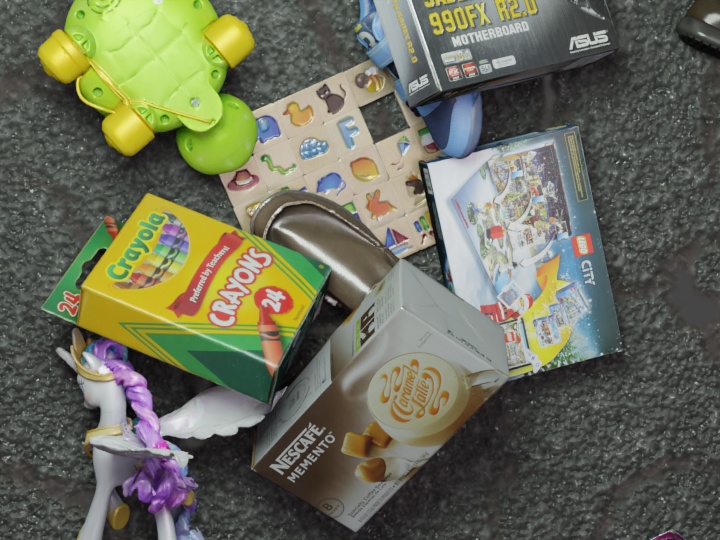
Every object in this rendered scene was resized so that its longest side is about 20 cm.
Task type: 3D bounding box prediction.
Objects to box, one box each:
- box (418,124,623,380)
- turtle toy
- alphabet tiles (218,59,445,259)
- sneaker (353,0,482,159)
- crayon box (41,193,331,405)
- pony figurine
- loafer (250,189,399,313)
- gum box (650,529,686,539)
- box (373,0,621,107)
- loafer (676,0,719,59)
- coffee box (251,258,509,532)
[{"bbox_3d":[0.138,-0.012,1.508,0.136,0.038,0.201,-14,99,-10],"label":"box"},{"bbox_3d":[-0.158,-0.160,1.418,0.146,0.101,0.200,-41,100,-4],"label":"turtle toy"},{"bbox_3d":[-0.012,-0.079,1.498,0.199,0.008,0.168,-24,99,-6],"label":"alphabet tiles"},{"bbox_3d":[0.040,-0.182,1.453,0.082,0.074,0.201,-19,86,-24],"label":"sneaker"},{"bbox_3d":[-0.138,0.015,1.403,0.199,0.127,0.051,21,134,6],"label":"crayon box"},{"bbox_3d":[-0.170,0.153,1.415,0.166,0.192,0.201,-19,111,-51],"label":"pony figurine"},{"bbox_3d":[0.000,0.000,1.466,0.200,0.071,0.073,31,93,-15],"label":"loafer"},{"bbox_3d":[0.220,0.329,1.543,0.199,0.066,0.114,-28,100,-5],"label":"gum box"},{"bbox_3d":[0.103,-0.229,1.426,0.199,0.048,0.159,-16,86,-34],"label":"box"},{"bbox_3d":[0.374,-0.198,1.514,0.199,0.073,0.072,20,94,-10],"label":"loafer"},{"bbox_3d":[0.014,0.104,1.436,0.114,0.080,0.200,34,115,-19],"label":"coffee box"}]
